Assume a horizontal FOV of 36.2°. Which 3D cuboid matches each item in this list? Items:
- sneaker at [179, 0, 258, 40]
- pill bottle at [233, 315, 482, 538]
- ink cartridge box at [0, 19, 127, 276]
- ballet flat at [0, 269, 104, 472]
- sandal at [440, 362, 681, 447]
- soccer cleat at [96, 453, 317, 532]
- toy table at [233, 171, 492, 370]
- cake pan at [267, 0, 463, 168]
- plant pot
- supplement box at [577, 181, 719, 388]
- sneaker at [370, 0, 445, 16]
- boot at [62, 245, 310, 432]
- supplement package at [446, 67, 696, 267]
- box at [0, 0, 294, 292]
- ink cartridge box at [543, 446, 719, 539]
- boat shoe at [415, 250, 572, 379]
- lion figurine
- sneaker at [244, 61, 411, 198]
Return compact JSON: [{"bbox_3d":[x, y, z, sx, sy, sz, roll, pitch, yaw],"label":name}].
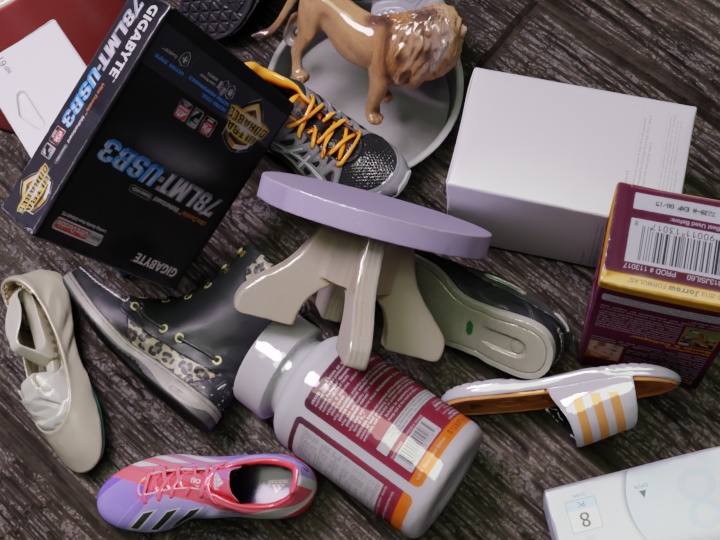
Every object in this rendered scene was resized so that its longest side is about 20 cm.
[{"bbox_3d":[-0.108,-0.315,1.109,0.072,0.200,0.083,41,36,-5],"label":"sneaker"},{"bbox_3d":[-0.004,0.126,0.935,0.199,0.110,0.110,33,76,17],"label":"pill bottle"},{"bbox_3d":[-0.247,-0.105,1.002,0.084,0.200,0.145,-35,69,-7],"label":"ink cartridge box"},{"bbox_3d":[-0.288,0.089,1.002,0.068,0.070,0.202,-21,65,-2],"label":"ballet flat"},{"bbox_3d":[0.171,0.123,0.939,0.203,0.079,0.060,-9,69,12],"label":"sandal"},{"bbox_3d":[-0.135,0.186,0.945,0.196,0.077,0.068,-3,69,5],"label":"soccer cleat"},{"bbox_3d":[0.000,0.000,0.913,0.197,0.184,0.119,17,101,-2],"label":"toy table"},{"bbox_3d":[0.004,-0.174,1.087,0.196,0.037,0.204,-2,69,6],"label":"cake pan"},{"bbox_3d":[-0.339,-0.261,1.084,0.197,0.178,0.204,-2,69,6],"label":"plant pot"},{"bbox_3d":[0.245,0.018,0.899,0.108,0.201,0.087,12,70,11],"label":"supplement box"},{"bbox_3d":[0.041,-0.294,1.064,0.201,0.075,0.114,53,37,-8],"label":"sneaker"},{"bbox_3d":[-0.160,0.031,1.014,0.203,0.074,0.154,39,73,18],"label":"boot"},{"bbox_3d":[0.185,-0.086,0.988,0.197,0.122,0.122,12,71,10],"label":"supplement package"},{"bbox_3d":[-0.164,-0.096,0.897,0.049,0.200,0.200,32,91,28],"label":"box"},{"bbox_3d":[0.249,0.259,0.889,0.157,0.047,0.203,-14,66,1],"label":"ink cartridge box"},{"bbox_3d":[0.096,0.029,0.995,0.198,0.073,0.067,28,36,23],"label":"boat shoe"},{"bbox_3d":[-0.005,-0.218,1.010,0.198,0.123,0.073,25,45,6],"label":"lion figurine"},{"bbox_3d":[-0.044,-0.126,1.013,0.198,0.077,0.079,28,73,14],"label":"sneaker"}]
